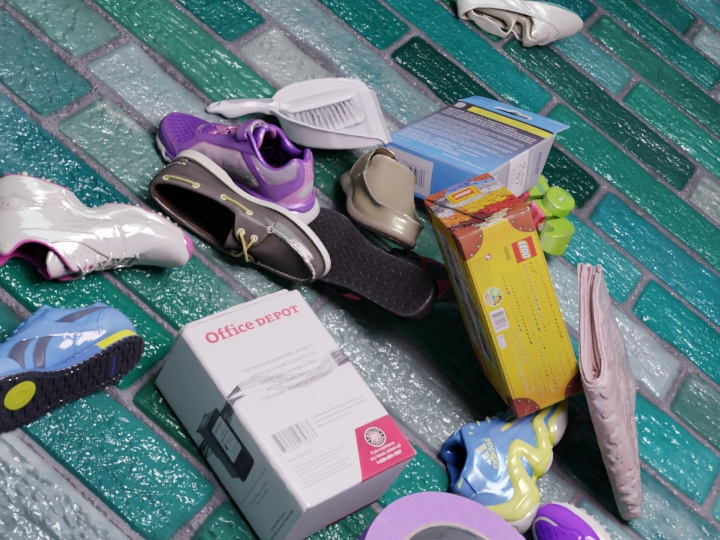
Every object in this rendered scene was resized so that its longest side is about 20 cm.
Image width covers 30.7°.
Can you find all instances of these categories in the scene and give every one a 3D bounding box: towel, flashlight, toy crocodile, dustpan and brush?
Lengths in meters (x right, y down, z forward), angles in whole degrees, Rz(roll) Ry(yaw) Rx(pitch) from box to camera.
[{"bbox_3d":[0.259,0.122,1.357,0.032,0.201,0.192,-11,37,17],"label":"towel"},{"bbox_3d":[0.109,0.027,1.427,0.198,0.069,0.068,14,11,-29],"label":"flashlight"},{"bbox_3d":[0.203,-0.098,1.601,0.061,0.068,0.201,-3,53,-33],"label":"toy crocodile"},{"bbox_3d":[-0.074,-0.182,1.496,0.198,0.058,0.140,-11,36,-3],"label":"dustpan and brush"}]

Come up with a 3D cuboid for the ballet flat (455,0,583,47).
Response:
[{"bbox_3d":[0.222,-0.354,1.870,0.198,0.070,0.070,16,44,-15],"label":"ballet flat"}]

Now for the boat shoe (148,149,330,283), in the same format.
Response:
[{"bbox_3d":[-0.124,-0.043,1.333,0.200,0.072,0.061,34,44,10],"label":"boat shoe"}]

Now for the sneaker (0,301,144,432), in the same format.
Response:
[{"bbox_3d":[-0.281,0.077,1.122,0.078,0.066,0.199,40,39,25],"label":"sneaker"}]

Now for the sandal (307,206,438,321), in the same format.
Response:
[{"bbox_3d":[0.000,0.000,1.361,0.199,0.045,0.075,32,80,31],"label":"sandal"}]

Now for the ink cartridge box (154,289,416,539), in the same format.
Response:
[{"bbox_3d":[-0.070,0.131,1.189,0.144,0.084,0.201,-18,63,-43],"label":"ink cartridge box"}]

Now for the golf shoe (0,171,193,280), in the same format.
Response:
[{"bbox_3d":[-0.256,-0.022,1.233,0.198,0.075,0.092,15,60,-19],"label":"golf shoe"}]

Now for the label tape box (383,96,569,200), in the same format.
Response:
[{"bbox_3d":[0.138,-0.139,1.558,0.142,0.067,0.199,23,33,29],"label":"label tape box"}]

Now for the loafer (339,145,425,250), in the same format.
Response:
[{"bbox_3d":[0.025,-0.085,1.414,0.075,0.069,0.200,26,14,-24],"label":"loafer"}]

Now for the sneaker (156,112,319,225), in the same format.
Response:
[{"bbox_3d":[-0.124,-0.126,1.377,0.199,0.089,0.080,29,44,17],"label":"sneaker"}]

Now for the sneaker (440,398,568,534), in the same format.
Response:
[{"bbox_3d":[0.142,0.164,1.305,0.104,0.076,0.201,29,42,-5],"label":"sneaker"}]

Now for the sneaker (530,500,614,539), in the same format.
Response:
[{"bbox_3d":[0.202,0.307,1.213,0.099,0.070,0.201,-9,56,-36],"label":"sneaker"}]

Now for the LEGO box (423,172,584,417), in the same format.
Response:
[{"bbox_3d":[0.142,0.022,1.313,0.076,0.202,0.149,-21,20,-3],"label":"LEGO box"}]

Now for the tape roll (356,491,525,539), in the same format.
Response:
[{"bbox_3d":[0.076,0.296,1.144,0.198,0.066,0.201,19,42,-18],"label":"tape roll"}]
